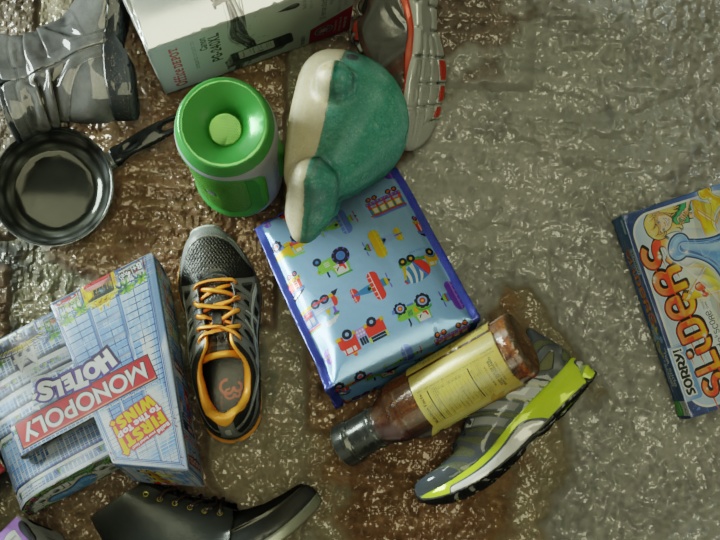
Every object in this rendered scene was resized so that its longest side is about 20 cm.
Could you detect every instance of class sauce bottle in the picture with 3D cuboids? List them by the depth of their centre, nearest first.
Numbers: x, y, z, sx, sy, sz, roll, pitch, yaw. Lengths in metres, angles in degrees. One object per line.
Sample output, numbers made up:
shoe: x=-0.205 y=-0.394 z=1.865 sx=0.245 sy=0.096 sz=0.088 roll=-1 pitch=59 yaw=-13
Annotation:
sauce bottle: x=0.063 y=0.112 z=0.928 sx=0.199 sy=0.066 sz=0.066 roll=-31 pitch=84 yaw=20

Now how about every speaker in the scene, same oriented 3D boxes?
speaker: x=-0.111 y=-0.101 z=0.905 sx=0.087 sy=0.200 sz=0.090 roll=0 pitch=82 yaw=-3

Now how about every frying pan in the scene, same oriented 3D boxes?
frying pan: x=-0.265 y=-0.107 z=0.983 sx=0.115 sy=0.031 sz=0.190 roll=39 pitch=78 yaw=2

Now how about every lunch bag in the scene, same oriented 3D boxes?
lunch bag: x=0.000 y=0.000 z=0.961 sx=0.149 sy=0.094 sz=0.202 roll=-24 pitch=73 yaw=-4

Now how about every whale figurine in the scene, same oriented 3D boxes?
whale figurine: x=-0.013 y=-0.106 z=0.901 sx=0.103 sy=0.160 sz=0.201 roll=9 pitch=37 yaw=2

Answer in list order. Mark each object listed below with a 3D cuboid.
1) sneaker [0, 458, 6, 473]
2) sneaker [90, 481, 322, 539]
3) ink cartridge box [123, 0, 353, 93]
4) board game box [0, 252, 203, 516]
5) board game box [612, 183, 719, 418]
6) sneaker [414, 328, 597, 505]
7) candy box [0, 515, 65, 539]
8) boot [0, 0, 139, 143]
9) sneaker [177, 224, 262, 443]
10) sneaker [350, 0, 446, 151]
sneaker: x=-0.362 y=0.157 z=0.934 sx=0.086 sy=0.074 sz=0.203 roll=3 pitch=89 yaw=-13
sneaker: x=-0.139 y=0.217 z=0.925 sx=0.199 sy=0.075 sz=0.107 roll=-27 pitch=84 yaw=-5
ink cartridge box: x=-0.111 y=-0.247 z=0.952 sx=0.198 sy=0.145 sz=0.084 roll=-21 pitch=86 yaw=-6
board game box: x=-0.227 y=0.119 z=0.912 sx=0.199 sy=0.062 sz=0.201 roll=-27 pitch=65 yaw=-6
board game box: x=0.338 y=0.025 z=0.993 sx=0.134 sy=0.034 sz=0.202 roll=-18 pitch=84 yaw=-5
sneaker: x=0.122 y=0.138 z=0.959 sx=0.200 sy=0.074 sz=0.081 roll=-41 pitch=70 yaw=-9
candy box: x=-0.278 y=0.339 z=0.864 sx=0.168 sy=0.072 sz=0.200 roll=-46 pitch=60 yaw=-8
boot: x=-0.283 y=-0.225 z=0.971 sx=0.130 sy=0.070 sz=0.202 roll=-8 pitch=73 yaw=-4
sneaker: x=-0.125 y=0.055 z=0.947 sx=0.077 sy=0.077 sz=0.202 roll=-11 pitch=82 yaw=-3
sneaker: x=0.032 y=-0.215 z=1.005 sx=0.081 sy=0.077 sz=0.203 roll=0 pitch=87 yaw=28
